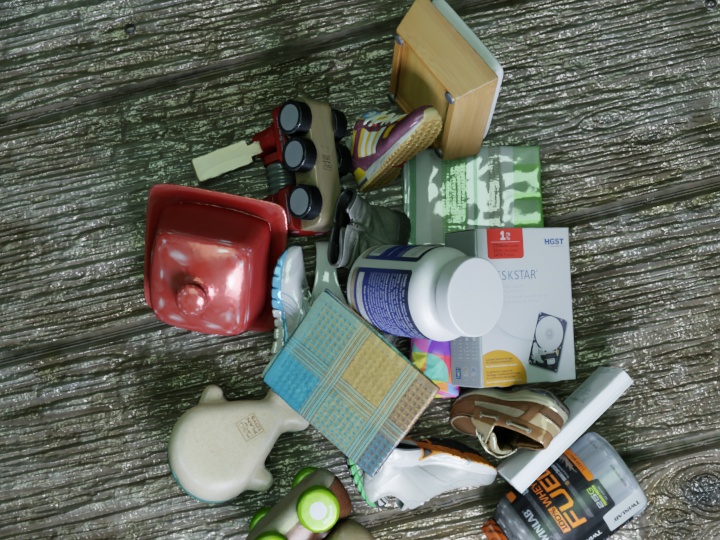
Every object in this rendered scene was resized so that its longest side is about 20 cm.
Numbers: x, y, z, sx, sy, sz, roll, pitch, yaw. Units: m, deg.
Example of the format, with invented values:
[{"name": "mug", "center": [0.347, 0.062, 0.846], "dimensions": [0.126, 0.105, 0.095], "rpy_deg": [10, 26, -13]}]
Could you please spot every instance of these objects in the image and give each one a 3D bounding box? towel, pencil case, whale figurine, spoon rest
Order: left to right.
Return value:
[{"name": "whale figurine", "center": [-0.168, 0.229, 1.579], "dimensions": [0.198, 0.104, 0.160], "rpy_deg": [-31, 80, -26]}, {"name": "spoon rest", "center": [-0.045, 0.056, 1.603], "dimensions": [0.097, 0.061, 0.204], "rpy_deg": [-3, 81, 3]}, {"name": "towel", "center": [-0.015, 0.142, 1.488], "dimensions": [0.199, 0.022, 0.147], "rpy_deg": [39, 93, 15]}, {"name": "pencil case", "center": [0.106, 0.076, 1.581], "dimensions": [0.087, 0.088, 0.204], "rpy_deg": [9, 80, 4]}, {"name": "towel", "center": [0.156, -0.101, 1.630], "dimensions": [0.196, 0.031, 0.152], "rpy_deg": [-2, 83, 3]}]

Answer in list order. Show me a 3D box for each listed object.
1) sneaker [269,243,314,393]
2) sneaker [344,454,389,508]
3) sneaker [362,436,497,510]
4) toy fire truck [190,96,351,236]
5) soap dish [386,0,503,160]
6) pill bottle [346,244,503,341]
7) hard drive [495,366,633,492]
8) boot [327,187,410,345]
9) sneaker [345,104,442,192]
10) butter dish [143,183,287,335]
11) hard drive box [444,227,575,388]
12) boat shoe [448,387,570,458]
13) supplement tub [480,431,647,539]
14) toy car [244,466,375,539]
[{"name": "sneaker", "center": [-0.072, 0.065, 1.554], "dimensions": [0.085, 0.075, 0.204], "rpy_deg": [2, 100, 16]}, {"name": "sneaker", "center": [0.016, 0.217, 1.557], "dimensions": [0.083, 0.078, 0.204], "rpy_deg": [-8, 95, -1]}, {"name": "sneaker", "center": [0.087, 0.272, 1.543], "dimensions": [0.197, 0.076, 0.094], "rpy_deg": [12, 100, -24]}, {"name": "toy fire truck", "center": [-0.123, -0.130, 1.618], "dimensions": [0.198, 0.127, 0.180], "rpy_deg": [-16, 78, 41]}, {"name": "soap dish", "center": [0.107, -0.249, 1.557], "dimensions": [0.081, 0.201, 0.158], "rpy_deg": [-34, 73, -15]}, {"name": "pill bottle", "center": [0.081, 0.028, 1.468], "dimensions": [0.114, 0.199, 0.118], "rpy_deg": [-2, 94, -36]}, {"name": "hard drive", "center": [0.263, 0.205, 1.528], "dimensions": [0.200, 0.132, 0.026], "rpy_deg": [-44, 89, -3]}, {"name": "boot", "center": [0.000, 0.000, 1.568], "dimensions": [0.067, 0.130, 0.204], "rpy_deg": [-3, 78, 41]}, {"name": "sneaker", "center": [0.034, -0.184, 1.571], "dimensions": [0.074, 0.200, 0.091], "rpy_deg": [-18, 76, -35]}, {"name": "butter dish", "center": [-0.207, 0.009, 1.546], "dimensions": [0.196, 0.148, 0.203], "rpy_deg": [10, 118, 4]}, {"name": "hard drive box", "center": [0.197, 0.047, 1.541], "dimensions": [0.153, 0.076, 0.204], "rpy_deg": [-3, 88, -27]}, {"name": "boat shoe", "center": [0.180, 0.198, 1.504], "dimensions": [0.075, 0.199, 0.075], "rpy_deg": [39, 62, -22]}, {"name": "supplement tub", "center": [0.262, 0.314, 1.518], "dimensions": [0.199, 0.123, 0.123], "rpy_deg": [-37, 82, -3]}, {"name": "toy car", "center": [-0.040, 0.376, 1.518], "dimensions": [0.158, 0.164, 0.200], "rpy_deg": [-42, 94, -3]}]
